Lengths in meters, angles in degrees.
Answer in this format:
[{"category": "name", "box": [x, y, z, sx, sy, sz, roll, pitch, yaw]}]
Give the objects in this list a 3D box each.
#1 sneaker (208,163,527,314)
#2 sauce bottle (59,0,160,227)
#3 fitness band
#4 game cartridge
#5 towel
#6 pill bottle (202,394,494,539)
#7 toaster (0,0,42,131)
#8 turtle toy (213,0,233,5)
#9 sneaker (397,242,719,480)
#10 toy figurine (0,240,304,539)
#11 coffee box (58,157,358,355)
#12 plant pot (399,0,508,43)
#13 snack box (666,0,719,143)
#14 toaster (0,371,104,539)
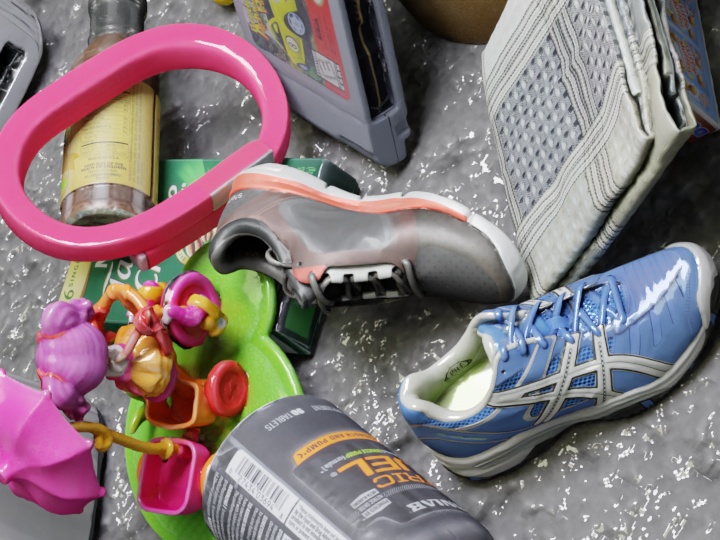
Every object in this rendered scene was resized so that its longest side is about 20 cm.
[{"category": "sneaker", "box": [0.000, 0.000, 1.342, 0.200, 0.077, 0.082, 12, 52, 26]}, {"category": "sauce bottle", "box": [-0.163, -0.104, 1.506, 0.065, 0.065, 0.200, -22, 50, 28]}, {"category": "fitness band", "box": [-0.136, -0.078, 1.430, 0.200, 0.037, 0.144, -35, 59, -20]}, {"category": "game cartridge", "box": [-0.034, -0.169, 1.412, 0.041, 0.200, 0.133, -30, 41, -20]}, {"category": "towel", "box": [0.120, -0.104, 1.291, 0.200, 0.034, 0.193, 122, 147, -52]}, {"category": "pill bottle", "box": [0.007, 0.159, 1.265, 0.200, 0.106, 0.106, 36, 92, 42]}, {"category": "toaster", "box": [-0.325, -0.143, 1.663, 0.129, 0.114, 0.200, 21, 80, 40]}, {"category": "turtle toy", "box": [-0.078, -0.259, 1.546, 0.146, 0.101, 0.200, -39, 49, 16]}, {"category": "sneaker", "box": [0.110, 0.048, 1.261, 0.200, 0.077, 0.076, -36, 49, 17]}, {"category": "toy figurine", "box": [-0.141, 0.072, 1.338, 0.150, 0.184, 0.201, 4, 87, 38]}, {"category": "coffee box", "box": [-0.103, -0.011, 1.479, 0.200, 0.044, 0.123, 3, 70, 39]}, {"category": "plant pot", "box": [0.042, -0.265, 1.391, 0.186, 0.200, 0.187, -17, 59, 31]}, {"category": "snack box", "box": [0.170, -0.175, 1.330, 0.024, 0.072, 0.200, -23, 55, 28]}, {"category": "toaster", "box": [-0.247, 0.153, 1.450, 0.113, 0.129, 0.200, -11, 62, 35]}]
